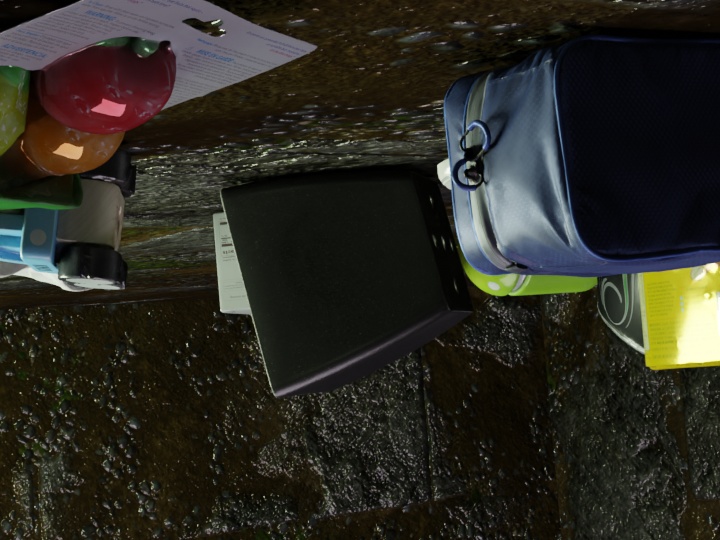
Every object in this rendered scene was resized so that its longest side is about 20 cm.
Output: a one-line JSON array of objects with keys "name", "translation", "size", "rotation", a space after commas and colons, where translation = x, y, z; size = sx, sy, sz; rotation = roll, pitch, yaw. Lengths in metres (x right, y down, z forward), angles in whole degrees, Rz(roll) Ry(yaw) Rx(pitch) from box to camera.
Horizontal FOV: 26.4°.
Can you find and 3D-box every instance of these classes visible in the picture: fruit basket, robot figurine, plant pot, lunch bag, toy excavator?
[{"name": "fruit basket", "translation": [-0.144, -0.092, 0.722], "size": [0.199, 0.094, 0.185], "rotation": [-23, 170, 21]}, {"name": "robot figurine", "translation": [0.198, -0.032, 1.718], "size": [0.198, 0.117, 0.175], "rotation": [-3, 178, -20]}, {"name": "plant pot", "translation": [0.000, 0.000, 1.478], "size": [0.176, 0.201, 0.200], "rotation": [-16, 174, 12]}, {"name": "lunch bag", "translation": [0.143, -0.065, 0.945], "size": [0.199, 0.137, 0.132], "rotation": [-2, 175, -32]}, {"name": "toy excavator", "translation": [-0.271, -0.047, 1.131], "size": [0.198, 0.101, 0.194], "rotation": [4, 174, -5]}]

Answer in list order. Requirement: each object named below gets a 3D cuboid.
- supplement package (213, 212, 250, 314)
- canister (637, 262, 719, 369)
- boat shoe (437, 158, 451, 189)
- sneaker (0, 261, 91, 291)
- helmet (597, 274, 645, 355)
[{"name": "supplement package", "translation": [-0.046, -0.014, 1.718], "size": [0.198, 0.112, 0.156], "rotation": [-5, 176, 11]}, {"name": "canister", "translation": [0.267, -0.030, 1.153], "size": [0.086, 0.202, 0.148], "rotation": [-2, 176, -29]}, {"name": "boat shoe", "translation": [0.163, -0.078, 1.312], "size": [0.198, 0.069, 0.072], "rotation": [-6, 176, 16]}, {"name": "sneaker", "translation": [-0.350, -0.024, 1.608], "size": [0.088, 0.076, 0.199], "rotation": [8, 179, 38]}, {"name": "helmet", "translation": [0.336, -0.019, 1.532], "size": [0.198, 0.192, 0.200], "rotation": [15, -155, -7]}]
